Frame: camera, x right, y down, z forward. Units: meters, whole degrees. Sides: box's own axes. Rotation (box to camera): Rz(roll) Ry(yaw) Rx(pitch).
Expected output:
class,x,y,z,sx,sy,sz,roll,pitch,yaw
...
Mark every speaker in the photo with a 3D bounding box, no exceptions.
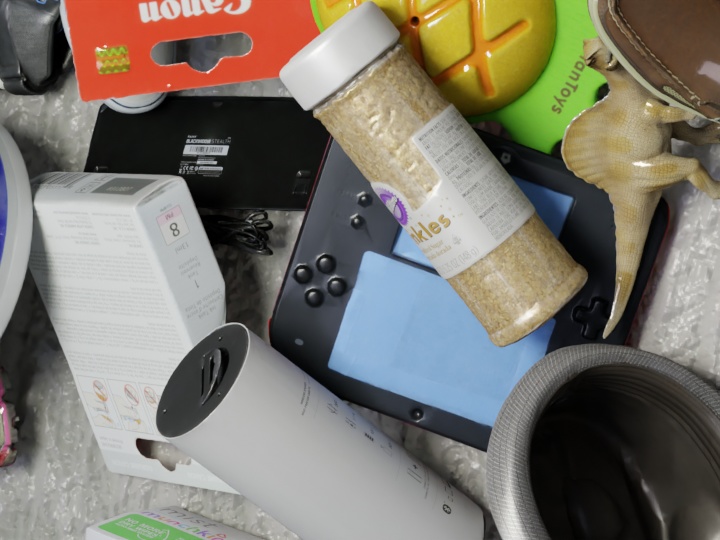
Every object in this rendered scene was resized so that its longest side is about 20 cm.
class,x,y,z,sx,sy,sz,roll,pitch,yaw
speaker,-0.022,0.115,1.588,0.081,0.200,0.081,-37,30,26

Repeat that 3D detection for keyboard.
class,x,y,z,sx,sy,sz,roll,pitch,yaw
keyboard,-0.091,-0.057,1.733,0.200,0.040,0.104,3,72,36

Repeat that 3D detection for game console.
class,x,y,z,sx,sy,sz,roll,pitch,yaw
game console,0.059,0.008,1.579,0.200,0.031,0.177,20,108,5

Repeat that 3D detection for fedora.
class,x,y,z,sx,sy,sz,roll,pitch,yaw
fedora,0.145,0.142,1.519,0.200,0.177,0.090,50,150,4

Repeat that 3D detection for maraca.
class,x,y,z,sx,sy,sz,roll,pitch,yaw
maraca,0.064,-0.144,1.572,0.200,0.107,0.137,29,118,6

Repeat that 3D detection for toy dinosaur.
class,x,y,z,sx,sy,sz,roll,pitch,yaw
toy dinosaur,0.161,-0.064,1.512,0.058,0.101,0.200,-106,7,-54

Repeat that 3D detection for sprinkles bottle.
class,x,y,z,sx,sy,sz,roll,pitch,yaw
sprinkles bottle,0.041,-0.053,1.520,0.068,0.068,0.200,-36,96,31

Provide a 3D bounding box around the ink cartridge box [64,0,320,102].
class,x,y,z,sx,sy,sz,roll,pitch,yaw
ink cartridge box,-0.107,-0.198,1.604,0.162,0.050,0.200,-7,107,3

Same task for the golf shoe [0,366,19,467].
class,x,y,z,sx,sy,sz,roll,pitch,yaw
golf shoe,-0.288,0.039,1.824,0.073,0.092,0.200,146,114,-73

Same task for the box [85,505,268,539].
class,x,y,z,sx,sy,sz,roll,pitch,yaw
box,-0.077,0.260,1.700,0.200,0.097,0.177,17,105,34

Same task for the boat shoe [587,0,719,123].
class,x,y,z,sx,sy,sz,roll,pitch,yaw
boat shoe,0.211,-0.101,1.419,0.075,0.202,0.075,-59,20,3

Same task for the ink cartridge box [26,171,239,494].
class,x,y,z,sx,sy,sz,roll,pitch,yaw
ink cartridge box,-0.137,0.036,1.729,0.162,0.057,0.200,4,123,52

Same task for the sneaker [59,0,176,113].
class,x,y,z,sx,sy,sz,roll,pitch,yaw
sneaker,-0.155,-0.196,1.715,0.071,0.073,0.200,-159,58,-77

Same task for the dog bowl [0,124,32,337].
class,x,y,z,sx,sy,sz,roll,pitch,yaw
dog bowl,-0.301,-0.015,1.753,0.200,0.079,0.200,-17,65,43

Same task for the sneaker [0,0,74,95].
class,x,y,z,sx,sy,sz,roll,pitch,yaw
sneaker,-0.217,-0.214,1.785,0.112,0.073,0.200,10,107,31

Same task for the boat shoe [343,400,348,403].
class,x,y,z,sx,sy,sz,roll,pitch,yaw
boat shoe,0.000,0.000,1.646,0.072,0.068,0.200,41,116,24
